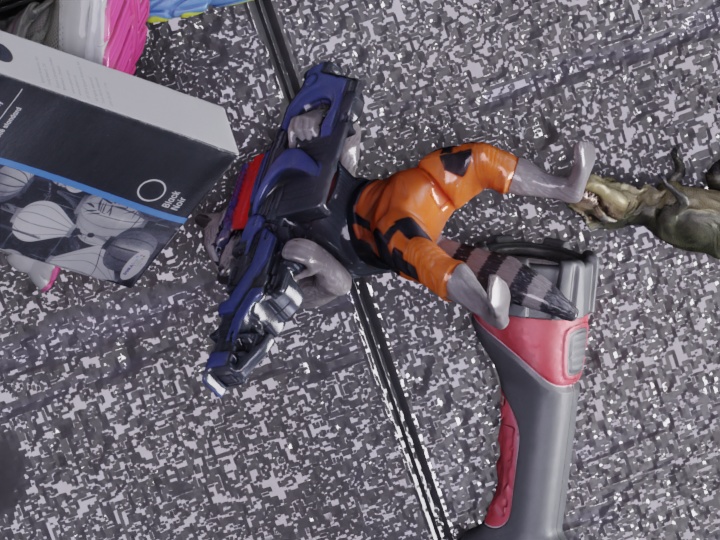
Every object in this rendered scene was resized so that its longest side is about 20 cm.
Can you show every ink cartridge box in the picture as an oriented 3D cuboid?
[{"bbox_3d":[-0.164,-0.059,1.316,0.200,0.039,0.099,18,127,-34],"label":"ink cartridge box"}]

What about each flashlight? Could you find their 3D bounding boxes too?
[{"bbox_3d":[0.079,0.085,1.480,0.068,0.068,0.200,5,104,-11],"label":"flashlight"}]

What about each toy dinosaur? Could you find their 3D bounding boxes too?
[{"bbox_3d":[0.206,-0.035,1.478,0.200,0.047,0.088,19,112,-8],"label":"toy dinosaur"}]

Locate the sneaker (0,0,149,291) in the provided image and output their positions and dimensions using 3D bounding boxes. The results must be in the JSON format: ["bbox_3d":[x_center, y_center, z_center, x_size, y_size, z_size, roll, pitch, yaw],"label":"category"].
[{"bbox_3d":[-0.163,-0.084,1.395,0.088,0.081,0.200,21,122,0],"label":"sneaker"}]

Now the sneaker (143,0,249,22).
[{"bbox_3d":[-0.044,-0.180,1.417,0.199,0.071,0.083,-14,107,0],"label":"sneaker"}]

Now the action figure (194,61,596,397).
[{"bbox_3d":[0.000,0.000,1.411,0.105,0.193,0.200,58,47,-45],"label":"action figure"}]
